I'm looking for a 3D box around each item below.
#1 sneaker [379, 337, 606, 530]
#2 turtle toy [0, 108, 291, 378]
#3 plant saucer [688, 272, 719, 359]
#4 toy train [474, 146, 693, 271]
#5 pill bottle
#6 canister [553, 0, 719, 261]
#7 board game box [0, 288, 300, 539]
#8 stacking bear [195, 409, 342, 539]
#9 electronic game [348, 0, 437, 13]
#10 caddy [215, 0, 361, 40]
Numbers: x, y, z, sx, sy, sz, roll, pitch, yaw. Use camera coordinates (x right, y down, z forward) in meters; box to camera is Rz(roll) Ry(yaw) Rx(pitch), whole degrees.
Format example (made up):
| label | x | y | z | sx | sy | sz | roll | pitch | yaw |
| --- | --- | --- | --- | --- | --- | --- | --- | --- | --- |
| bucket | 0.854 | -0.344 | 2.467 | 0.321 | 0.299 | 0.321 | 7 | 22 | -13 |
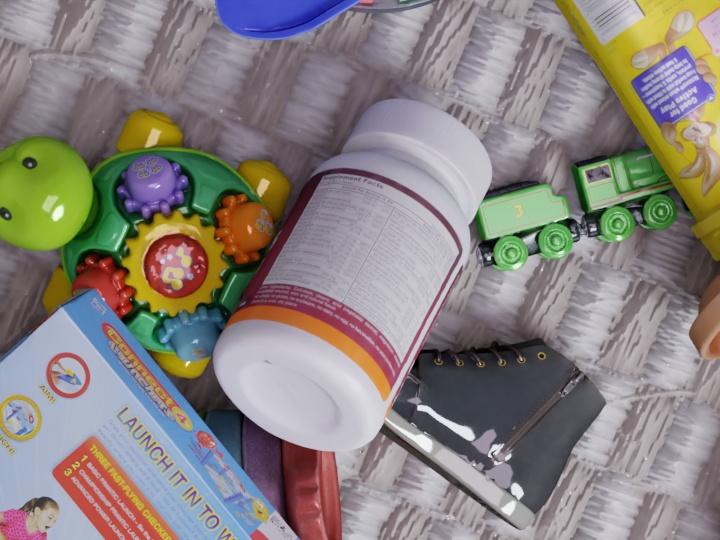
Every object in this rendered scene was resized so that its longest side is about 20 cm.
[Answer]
| label | x | y | z | sx | sy | sz | roll | pitch | yaw |
| --- | --- | --- | --- | --- | --- | --- | --- | --- | --- |
| sneaker | 0.054 | 0.064 | 1.681 | 0.200 | 0.075 | 0.106 | 38 | 83 | -14 |
| turtle toy | -0.135 | -0.020 | 1.614 | 0.199 | 0.101 | 0.146 | 25 | 96 | -12 |
| plant saucer | 0.284 | -0.015 | 1.636 | 0.200 | 0.200 | 0.032 | -33 | 75 | -1 |
| toy train | 0.165 | -0.048 | 1.685 | 0.199 | 0.042 | 0.057 | -16 | 91 | -5 |
| pill bottle | 0.000 | 0.000 | 1.592 | 0.109 | 0.109 | 0.201 | 37 | 57 | -13 |
| canister | 0.225 | -0.130 | 1.632 | 0.148 | 0.087 | 0.201 | -33 | 88 | -4 |
| board game box | -0.172 | 0.149 | 1.578 | 0.196 | 0.056 | 0.200 | -40 | 89 | 19 |
| stacking bear | -0.117 | 0.140 | 1.646 | 0.199 | 0.122 | 0.114 | -7 | 143 | 5 |
| electronic game | 0.010 | -0.257 | 1.622 | 0.199 | 0.042 | 0.201 | -2 | 101 | -8 |
| caddy | -0.025 | -0.226 | 1.551 | 0.199 | 0.105 | 0.142 | -28 | 104 | 22 |
